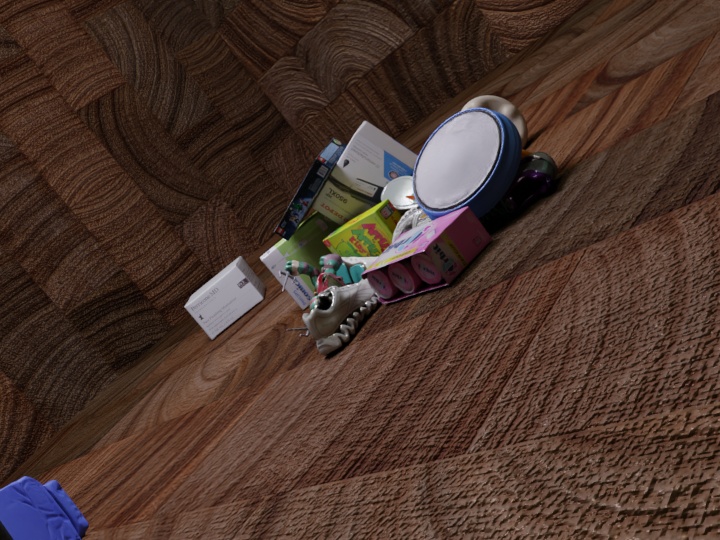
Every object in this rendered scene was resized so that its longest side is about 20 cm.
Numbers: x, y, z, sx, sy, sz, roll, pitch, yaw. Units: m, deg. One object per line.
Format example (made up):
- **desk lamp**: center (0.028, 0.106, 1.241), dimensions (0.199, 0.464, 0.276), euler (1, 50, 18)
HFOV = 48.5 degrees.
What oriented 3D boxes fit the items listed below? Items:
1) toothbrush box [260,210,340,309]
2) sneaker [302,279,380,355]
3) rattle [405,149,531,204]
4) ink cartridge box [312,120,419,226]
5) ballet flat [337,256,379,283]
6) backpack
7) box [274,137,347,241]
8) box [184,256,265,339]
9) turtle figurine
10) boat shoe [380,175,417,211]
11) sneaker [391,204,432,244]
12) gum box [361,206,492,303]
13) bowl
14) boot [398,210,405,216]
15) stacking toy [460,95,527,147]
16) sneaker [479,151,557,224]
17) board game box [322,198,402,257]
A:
- **toothbrush box**: center (-0.100, -0.034, 1.777), dimensions (0.200, 0.146, 0.086), euler (-40, 10, -6)
- **sneaker**: center (-0.025, 0.053, 1.321), dimensions (0.075, 0.081, 0.200), euler (-33, 10, 40)
- **rattle**: center (0.193, -0.161, 1.421), dimensions (0.200, 0.143, 0.130), euler (-54, 14, -17)
- **ink cartridge box**: center (0.012, -0.182, 1.658), dimensions (0.200, 0.144, 0.084), euler (-56, 3, 32)
- **ballet flat**: center (0.000, 0.000, 1.546), dimensions (0.069, 0.069, 0.200), euler (-42, 15, -17)
- **backpack**: center (-0.531, 0.434, 1.230), dimensions (0.200, 0.163, 0.168), euler (-44, -14, 22)
- **box**: center (-0.105, -0.172, 1.690), dimensions (0.200, 0.038, 0.137), euler (-56, 4, 30)
- **box**: center (-0.399, 0.078, 2.383), dimensions (0.199, 0.131, 0.200), euler (-39, 10, 2)
- **turtle figurine**: center (-0.067, 0.044, 1.407), dimensions (0.100, 0.150, 0.200), euler (-4, 17, 19)
- **boat shoe**: center (0.123, -0.137, 1.536), dimensions (0.200, 0.060, 0.076), euler (14, 78, 48)
- **sneaker**: center (0.132, -0.084, 1.375), dimensions (0.200, 0.078, 0.082), euler (-34, 12, 27)
- **gum box**: center (0.095, -0.020, 1.244), dimensions (0.113, 0.066, 0.200), euler (-43, 11, -29)
- **bowl**: center (0.162, -0.168, 1.269), dimensions (0.200, 0.039, 0.201), euler (-28, 49, 37)
- **boot**: center (0.137, -0.141, 1.630), dimensions (0.155, 0.073, 0.200), euler (-42, 16, 5)
- **stacking toy**: center (0.251, -0.258, 1.680), dimensions (0.146, 0.146, 0.200), euler (-43, -7, -23)
- **sneaker**: center (0.211, -0.113, 1.245), dimensions (0.200, 0.074, 0.088), euler (-32, 17, 29)
- **board game box**: center (0.017, -0.061, 1.607), dimensions (0.048, 0.102, 0.200), euler (-45, 12, -35)
